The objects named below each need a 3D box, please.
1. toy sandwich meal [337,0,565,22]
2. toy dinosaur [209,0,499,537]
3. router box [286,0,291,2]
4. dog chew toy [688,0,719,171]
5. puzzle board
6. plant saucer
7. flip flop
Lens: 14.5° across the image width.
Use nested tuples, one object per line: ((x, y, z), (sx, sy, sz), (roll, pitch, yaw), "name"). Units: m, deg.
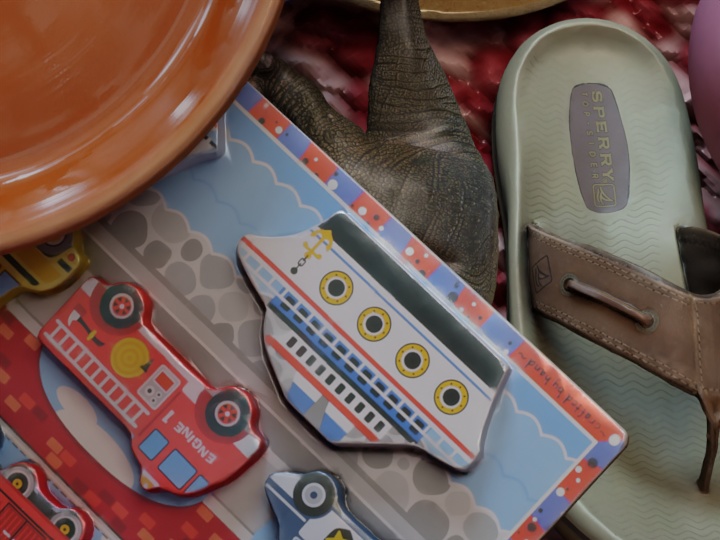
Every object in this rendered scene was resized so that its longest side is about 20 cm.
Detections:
((0.026, -0.169, 0.903), (0.205, 0.070, 0.206), (7, 59, -12), "toy sandwich meal")
((0.000, 0.000, 0.808), (0.102, 0.077, 0.200), (24, 51, -16), "toy dinosaur")
((-0.097, -0.143, 0.784), (0.199, 0.049, 0.180), (-19, 94, -3), "router box")
((0.169, -0.095, 0.877), (0.124, 0.125, 0.200), (20, 44, -4), "dog chew toy")
((-0.053, 0.031, 0.735), (0.200, 0.017, 0.151), (43, 92, 12), "puzzle board")
((-0.113, -0.101, 0.730), (0.200, 0.032, 0.201), (0, 85, 3), "plant saucer")
((0.084, 0.005, 0.826), (0.081, 0.058, 0.200), (2, 60, -15), "flip flop")
